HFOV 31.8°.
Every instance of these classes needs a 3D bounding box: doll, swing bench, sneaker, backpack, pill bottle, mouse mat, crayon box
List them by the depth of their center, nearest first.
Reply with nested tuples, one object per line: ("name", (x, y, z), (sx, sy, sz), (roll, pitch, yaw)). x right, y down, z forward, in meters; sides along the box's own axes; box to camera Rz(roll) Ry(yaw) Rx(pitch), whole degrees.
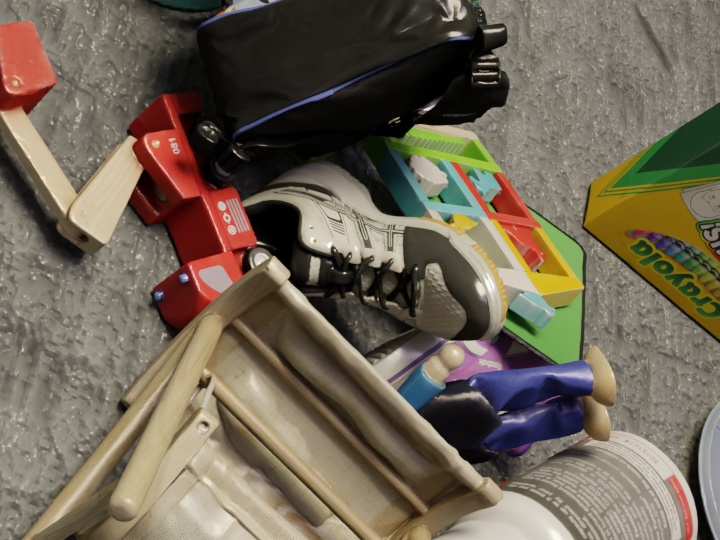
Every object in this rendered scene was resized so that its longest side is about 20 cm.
("swing bench", (-0.050, 0.141, 0.692), (0.199, 0.129, 0.201), (46, 40, -13))
("sneaker", (0.000, 0.000, 0.800), (0.087, 0.199, 0.077), (-24, 130, -40))
("doll", (0.062, 0.096, 0.808), (0.197, 0.138, 0.049), (-13, 48, -8))
("backpack", (-0.007, -0.148, 0.813), (0.190, 0.197, 0.157), (22, 54, -79))
("pill bottle", (0.127, 0.188, 0.833), (0.198, 0.113, 0.115), (-16, 79, -45))
("sneaker", (0.078, 0.082, 0.877), (0.199, 0.072, 0.116), (-19, 84, -46))
("mouse mat", (0.103, -0.014, 0.933), (0.160, 0.008, 0.201), (35, 28, -8))
("crayon box", (0.322, -0.038, 1.087), (0.199, 0.172, 0.059), (36, 45, -21))

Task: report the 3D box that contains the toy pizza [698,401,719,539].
("toy pizza", (0.349, 0.206, 1.085), (0.198, 0.032, 0.203), (20, 57, -33))

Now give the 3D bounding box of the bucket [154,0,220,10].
("bucket", (-0.105, -0.288, 0.859), (0.205, 0.134, 0.210), (20, 57, -33))

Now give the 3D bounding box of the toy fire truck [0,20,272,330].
("toy fire truck", (-0.142, -0.051, 0.762), (0.140, 0.049, 0.203), (-15, 80, -45))

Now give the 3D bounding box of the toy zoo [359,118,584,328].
("toy zoo", (0.083, -0.036, 0.914), (0.130, 0.021, 0.201), (6, 43, -44))

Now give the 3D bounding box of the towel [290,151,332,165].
("towel", (-0.008, -0.150, 0.962), (0.200, 0.018, 0.087), (-40, 102, -47))
